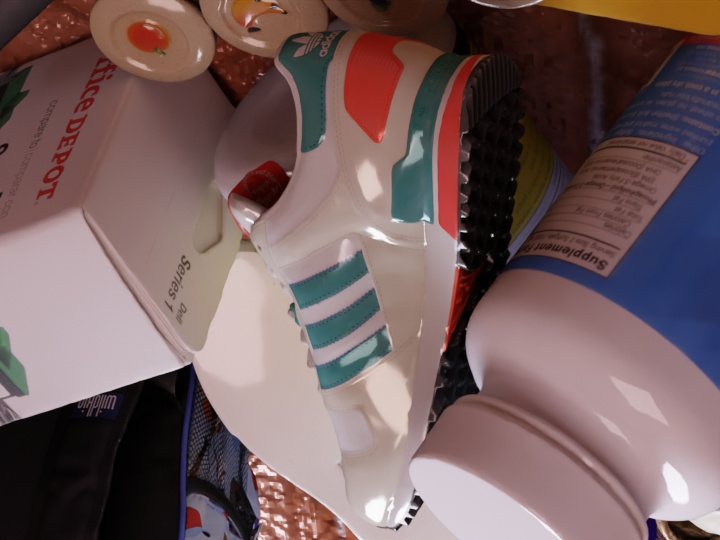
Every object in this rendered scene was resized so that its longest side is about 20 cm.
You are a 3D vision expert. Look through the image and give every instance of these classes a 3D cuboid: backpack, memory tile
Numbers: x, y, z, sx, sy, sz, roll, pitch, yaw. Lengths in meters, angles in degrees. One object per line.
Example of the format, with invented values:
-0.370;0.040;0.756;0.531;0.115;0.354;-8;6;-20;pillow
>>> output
-0.131;0.126;1.163;0.199;0.191;0.154;-14;139;22;backpack
-0.038;-0.133;0.964;0.199;0.017;0.153;-11;135;29;memory tile

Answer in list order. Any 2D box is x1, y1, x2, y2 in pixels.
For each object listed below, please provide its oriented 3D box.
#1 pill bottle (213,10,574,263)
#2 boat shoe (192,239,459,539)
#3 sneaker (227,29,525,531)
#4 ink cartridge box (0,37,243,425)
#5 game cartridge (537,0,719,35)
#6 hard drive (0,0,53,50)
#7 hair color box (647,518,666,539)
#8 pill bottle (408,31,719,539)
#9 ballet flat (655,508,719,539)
0.041;-0.001;1.076;0.112;0.112;0.200;-25;118;28;pill bottle
-0.007;0.053;1.157;0.072;0.069;0.200;-41;118;11;boat shoe
0.000;0.000;0.984;0.093;0.070;0.200;18;127;16;sneaker
-0.152;-0.008;1.092;0.199;0.146;0.084;-19;121;24;ink cartridge box
0.070;-0.169;0.939;0.200;0.032;0.177;14;134;35;game cartridge
-0.129;-0.182;1.009;0.140;0.033;0.200;45;126;-11;hard drive
0.124;0.187;1.234;0.109;0.065;0.200;-30;118;31;hair color box
0.107;0.016;0.959;0.112;0.200;0.112;33;161;13;pill bottle
0.187;0.071;1.092;0.070;0.065;0.200;29;147;-17;ballet flat
